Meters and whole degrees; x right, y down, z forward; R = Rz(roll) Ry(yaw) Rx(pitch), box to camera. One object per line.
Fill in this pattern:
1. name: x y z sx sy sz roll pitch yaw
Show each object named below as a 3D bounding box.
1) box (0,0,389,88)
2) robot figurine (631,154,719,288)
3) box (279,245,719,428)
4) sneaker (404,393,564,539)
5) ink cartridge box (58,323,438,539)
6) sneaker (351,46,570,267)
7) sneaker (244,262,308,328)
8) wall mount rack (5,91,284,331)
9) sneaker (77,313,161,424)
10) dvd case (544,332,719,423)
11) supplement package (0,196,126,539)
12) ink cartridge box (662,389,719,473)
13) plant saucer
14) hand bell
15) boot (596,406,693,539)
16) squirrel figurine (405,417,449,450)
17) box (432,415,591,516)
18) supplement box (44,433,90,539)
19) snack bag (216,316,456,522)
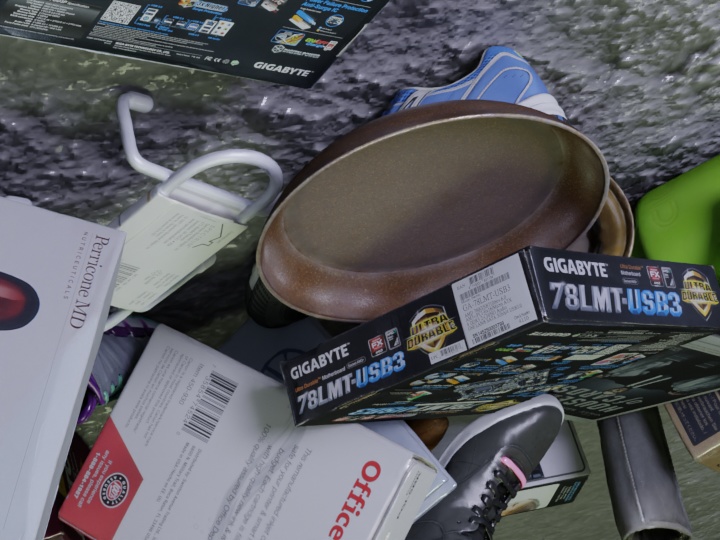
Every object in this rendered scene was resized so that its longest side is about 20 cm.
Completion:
1. box: -0.066 -0.160 0.738 0.200 0.046 0.159 5 146 -37
2. robot figurine: 0.272 -0.027 1.105 0.200 0.116 0.175 -28 166 23
3. box: 0.089 0.044 0.970 0.198 0.050 0.200 -24 162 40
4. sneaker: 0.081 0.175 1.089 0.200 0.099 0.071 -41 130 -4
5. ink cartridge box: -0.071 0.146 1.042 0.147 0.200 0.083 -62 161 -5
6. sneaker: 0.031 -0.058 0.948 0.200 0.077 0.076 -28 149 19
7. sneaker: 0.000 0.000 1.029 0.200 0.091 0.066 -35 147 31
8. wall mount rack: -0.108 -0.030 0.939 0.200 0.075 0.174 -35 145 31
9. sneaker: -0.181 0.073 1.066 0.074 0.088 0.200 -29 151 22
10. dvd case: 0.192 0.069 1.119 0.200 0.025 0.150 -21 156 40
11. supplement package: -0.247 0.064 0.828 0.199 0.192 0.147 15 147 -8
12. ink cartridge box: 0.293 0.082 1.270 0.075 0.165 0.200 -34 149 20
13. plant saucer: 0.038 -0.035 0.883 0.200 0.032 0.200 -11 149 -7
14. hand bell: 0.131 -0.002 1.133 0.104 0.104 0.200 -16 165 -1
15. boot: 0.227 0.134 1.290 0.072 0.200 0.182 -30 153 20
16. squirrel figurine: -0.049 0.163 1.192 0.186 0.200 0.142 -31 137 -27
17. box: 0.078 0.149 1.331 0.199 0.117 0.060 -8 150 -14
18. supplement box: -0.252 0.181 1.185 0.103 0.131 0.200 -18 154 -1
19. snack bag: -0.064 0.144 1.097 0.200 0.189 0.021 -43 160 2
